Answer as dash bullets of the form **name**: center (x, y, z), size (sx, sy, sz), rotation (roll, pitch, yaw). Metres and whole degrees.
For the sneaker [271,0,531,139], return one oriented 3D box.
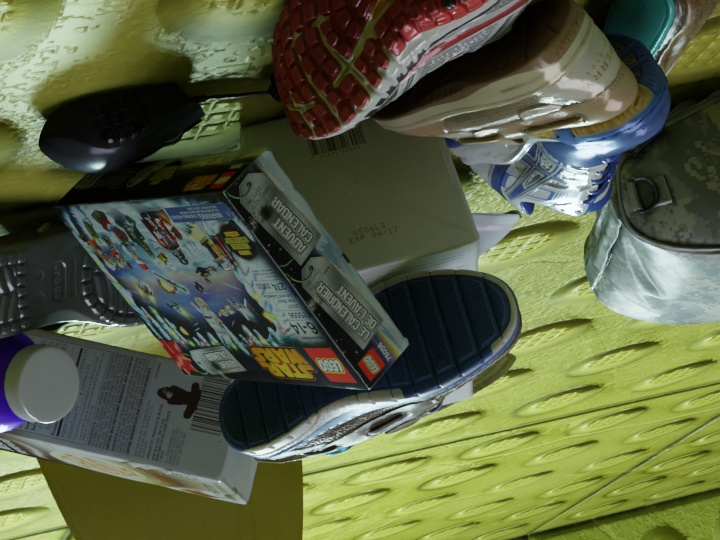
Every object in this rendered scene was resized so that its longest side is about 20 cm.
- **sneaker**: center (0.031, -0.124, 0.936), size (0.082, 0.078, 0.200), rotation (-1, 158, -46)

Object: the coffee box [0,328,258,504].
- **coffee box**: center (-0.175, 0.101, 1.324), size (0.199, 0.080, 0.114), rotation (11, 165, 10)

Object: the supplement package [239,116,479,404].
- **supplement package**: center (0.000, 0.000, 1.166), size (0.120, 0.120, 0.200), rotation (-14, 149, -7)

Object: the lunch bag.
- **lunch bag**: center (0.247, -0.040, 1.320), size (0.167, 0.140, 0.200), rotation (-16, 163, -5)

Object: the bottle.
- **bottle**: center (-0.258, 0.066, 1.181), size (0.199, 0.066, 0.083), rotation (2, -177, 42)

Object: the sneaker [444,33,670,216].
- **sneaker**: center (0.128, -0.076, 1.067), size (0.075, 0.088, 0.200), rotation (-48, -163, -16)

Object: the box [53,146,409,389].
- **box**: center (-0.077, 0.001, 1.034), size (0.040, 0.137, 0.199), rotation (-48, -156, -25)

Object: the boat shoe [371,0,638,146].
- **boat shoe**: center (0.071, -0.093, 0.992), size (0.064, 0.071, 0.200), rotation (38, 165, -20)

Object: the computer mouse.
- **computer mouse**: center (-0.080, -0.085, 1.036), size (0.199, 0.034, 0.059), rotation (-13, 163, -14)

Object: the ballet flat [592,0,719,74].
- **ballet flat**: center (0.162, -0.135, 1.084), size (0.072, 0.068, 0.200), rotation (-31, 167, -24)

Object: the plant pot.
- **plant pot**: center (-0.155, 0.209, 1.680), size (0.199, 0.177, 0.200), rotation (-20, 164, 11)

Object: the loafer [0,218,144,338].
- **loafer**: center (-0.190, -0.004, 1.160), size (0.069, 0.076, 0.199), rotation (19, -163, 42)

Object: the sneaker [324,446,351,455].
- **sneaker**: center (-0.043, 0.072, 1.420), size (0.079, 0.131, 0.200), rotation (-19, 164, 17)

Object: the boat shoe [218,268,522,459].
- **boat shoe**: center (0.014, 0.056, 1.086), size (0.199, 0.073, 0.072), rotation (-22, 155, 26)

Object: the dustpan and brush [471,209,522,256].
- **dustpan and brush**: center (0.016, -0.019, 1.340), size (0.139, 0.058, 0.200), rotation (3, 152, -20)

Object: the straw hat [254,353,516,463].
- **straw hat**: center (0.003, 0.057, 1.311), size (0.200, 0.086, 0.201), rotation (-21, -173, 3)
